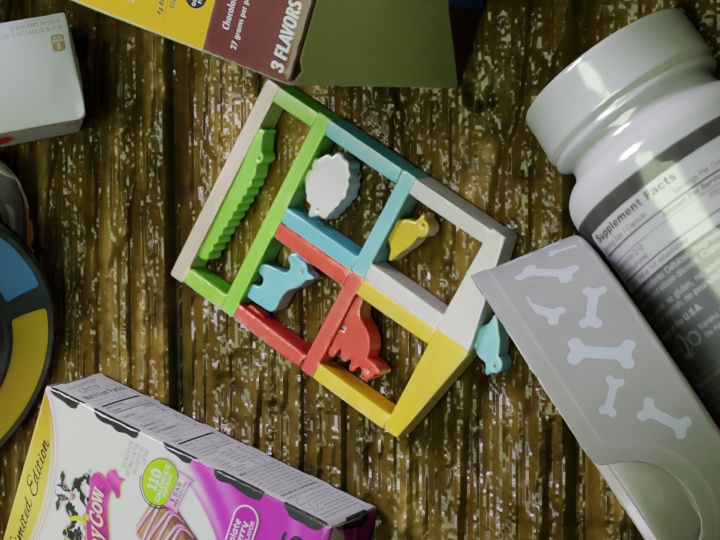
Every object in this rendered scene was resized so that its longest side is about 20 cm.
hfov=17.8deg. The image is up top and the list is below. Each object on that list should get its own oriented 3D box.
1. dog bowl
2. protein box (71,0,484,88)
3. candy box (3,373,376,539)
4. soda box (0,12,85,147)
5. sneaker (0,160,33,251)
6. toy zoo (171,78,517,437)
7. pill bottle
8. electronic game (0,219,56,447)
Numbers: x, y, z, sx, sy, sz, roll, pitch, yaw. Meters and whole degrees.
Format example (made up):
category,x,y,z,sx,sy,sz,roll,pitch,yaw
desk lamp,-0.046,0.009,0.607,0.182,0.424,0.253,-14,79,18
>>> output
category,x,y,z,sx,sy,sz,roll,pitch,yaw
dog bowl,0.131,0.070,1.120,0.059,0.200,0.201,-34,78,2
protein box,-0.054,-0.189,1.182,0.199,0.198,0.136,23,103,24
candy box,-0.104,0.161,1.315,0.199,0.061,0.137,23,105,24
soda box,-0.259,-0.095,1.308,0.199,0.068,0.064,-12,89,-11
sneaker,-0.265,0.019,1.375,0.078,0.077,0.201,39,109,20
toy zoo,0.000,0.000,1.270,0.200,0.020,0.132,35,109,20
pill bottle,0.174,-0.020,1.129,0.114,0.114,0.201,-39,77,24
electronic game,-0.270,0.048,1.324,0.042,0.199,0.201,46,116,50
